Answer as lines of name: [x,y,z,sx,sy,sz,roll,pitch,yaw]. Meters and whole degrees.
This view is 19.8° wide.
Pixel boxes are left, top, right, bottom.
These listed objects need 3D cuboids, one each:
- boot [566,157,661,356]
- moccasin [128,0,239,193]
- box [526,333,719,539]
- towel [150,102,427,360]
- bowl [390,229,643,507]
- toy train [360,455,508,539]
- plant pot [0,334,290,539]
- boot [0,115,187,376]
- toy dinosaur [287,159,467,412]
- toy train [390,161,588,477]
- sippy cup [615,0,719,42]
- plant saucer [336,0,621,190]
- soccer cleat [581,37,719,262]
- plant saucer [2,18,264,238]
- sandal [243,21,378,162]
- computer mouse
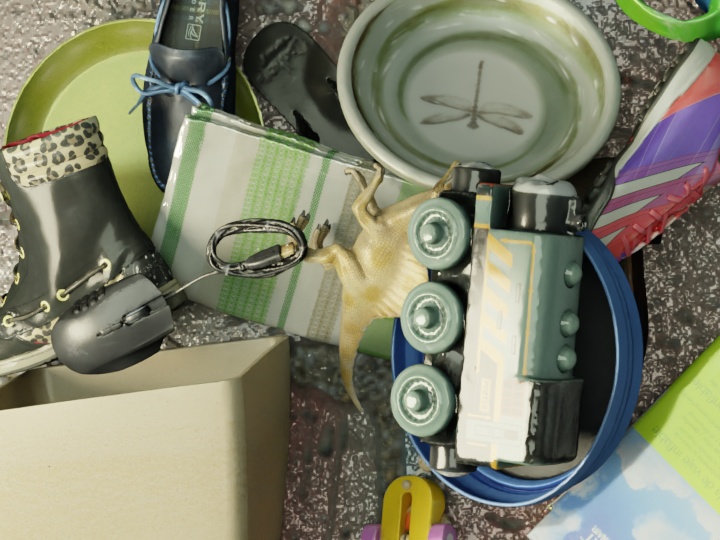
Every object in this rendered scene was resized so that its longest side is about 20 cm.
boot: [0.153,0.016,1.446,0.096,0.075,0.201,6,75,19]
moccasin: [-0.128,-0.152,1.471,0.080,0.068,0.201,1,89,6]
box: [0.226,0.153,1.424,0.200,0.048,0.122,-45,79,3]
towel: [-0.043,-0.025,1.456,0.199,0.031,0.150,17,120,-2]
bowl: [0.103,0.054,1.362,0.200,0.039,0.202,-1,88,46]
toy train: [0.086,0.177,1.425,0.150,0.056,0.201,27,90,36]
plant pot: [-0.146,0.156,1.422,0.199,0.200,0.178,-9,95,9]
boot: [-0.234,-0.014,1.468,0.203,0.073,0.155,-17,102,27]
toy dinosaur: [0.000,0.000,1.388,0.101,0.058,0.201,39,118,22]
toy train: [0.088,0.034,1.300,0.113,0.085,0.201,6,91,33]
sippy cup: [0.253,-0.248,1.427,0.130,0.177,0.140,44,134,21]
plant saucer: [0.082,-0.122,1.453,0.199,0.050,0.201,2,57,-3]
soccer cleat: [0.199,-0.057,1.387,0.073,0.068,0.201,33,86,2]
plant saucer: [-0.164,-0.084,1.522,0.199,0.031,0.201,-1,85,8]
sandal: [-0.012,-0.102,1.491,0.200,0.045,0.075,44,92,11]
computer mouse: [-0.125,0.018,1.390,0.199,0.034,0.059,-28,97,18]
